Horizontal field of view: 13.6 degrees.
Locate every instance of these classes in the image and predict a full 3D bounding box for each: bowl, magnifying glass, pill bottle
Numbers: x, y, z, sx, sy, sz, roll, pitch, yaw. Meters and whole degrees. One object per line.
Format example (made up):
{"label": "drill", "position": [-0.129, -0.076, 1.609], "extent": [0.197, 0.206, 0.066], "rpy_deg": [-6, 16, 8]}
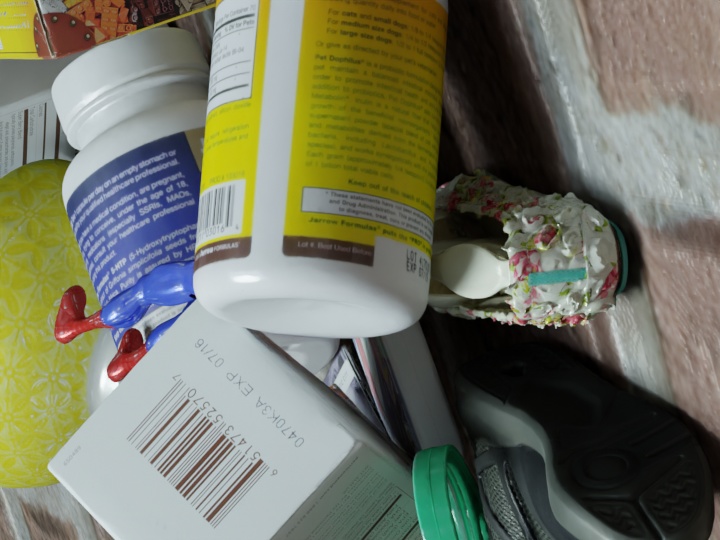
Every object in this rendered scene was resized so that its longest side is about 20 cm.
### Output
{"label": "bowl", "position": [-0.160, 0.043, 1.760], "extent": [0.107, 0.200, 0.201], "rpy_deg": [17, 131, 28]}
{"label": "magnifying glass", "position": [0.056, 0.131, 1.466], "extent": [0.200, 0.022, 0.080], "rpy_deg": [31, -136, -73]}
{"label": "pill bottle", "position": [-0.099, -0.027, 1.676], "extent": [0.120, 0.119, 0.201], "rpy_deg": [121, 130, -63]}
{"label": "pill bottle", "position": [-0.016, -0.076, 1.385], "extent": [0.109, 0.109, 0.201], "rpy_deg": [150, 126, -68]}

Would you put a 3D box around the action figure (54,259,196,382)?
{"label": "action figure", "position": [-0.070, -0.013, 1.534], "extent": [0.065, 0.099, 0.200], "rpy_deg": [36, 148, -27]}

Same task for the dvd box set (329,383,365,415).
{"label": "dvd box set", "position": [-0.044, 0.173, 1.599], "extent": [0.146, 0.200, 0.029], "rpy_deg": [47, 165, 23]}

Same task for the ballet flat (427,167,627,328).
{"label": "ballet flat", "position": [0.055, -0.009, 1.411], "extent": [0.200, 0.064, 0.076], "rpy_deg": [179, 82, -67]}

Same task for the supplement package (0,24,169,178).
{"label": "supplement package", "position": [-0.223, -0.111, 1.790], "extent": [0.122, 0.199, 0.120], "rpy_deg": [58, 156, 26]}

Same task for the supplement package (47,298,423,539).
{"label": "supplement package", "position": [-0.042, 0.113, 1.477], "extent": [0.117, 0.117, 0.200], "rpy_deg": [42, 179, 25]}

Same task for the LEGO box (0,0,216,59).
{"label": "LEGO box", "position": [-0.140, -0.171, 1.610], "extent": [0.200, 0.148, 0.078], "rpy_deg": [9, 118, 65]}

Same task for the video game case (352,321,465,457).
{"label": "video game case", "position": [0.000, 0.000, 1.539], "extent": [0.182, 0.023, 0.201], "rpy_deg": [-174, 64, -85]}

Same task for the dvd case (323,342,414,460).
{"label": "dvd case", "position": [0.024, 0.155, 1.702], "extent": [0.201, 0.016, 0.149], "rpy_deg": [62, 158, 17]}

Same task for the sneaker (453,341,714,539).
{"label": "sneaker", "position": [0.110, 0.116, 1.387], "extent": [0.199, 0.076, 0.115], "rpy_deg": [34, 142, 60]}
